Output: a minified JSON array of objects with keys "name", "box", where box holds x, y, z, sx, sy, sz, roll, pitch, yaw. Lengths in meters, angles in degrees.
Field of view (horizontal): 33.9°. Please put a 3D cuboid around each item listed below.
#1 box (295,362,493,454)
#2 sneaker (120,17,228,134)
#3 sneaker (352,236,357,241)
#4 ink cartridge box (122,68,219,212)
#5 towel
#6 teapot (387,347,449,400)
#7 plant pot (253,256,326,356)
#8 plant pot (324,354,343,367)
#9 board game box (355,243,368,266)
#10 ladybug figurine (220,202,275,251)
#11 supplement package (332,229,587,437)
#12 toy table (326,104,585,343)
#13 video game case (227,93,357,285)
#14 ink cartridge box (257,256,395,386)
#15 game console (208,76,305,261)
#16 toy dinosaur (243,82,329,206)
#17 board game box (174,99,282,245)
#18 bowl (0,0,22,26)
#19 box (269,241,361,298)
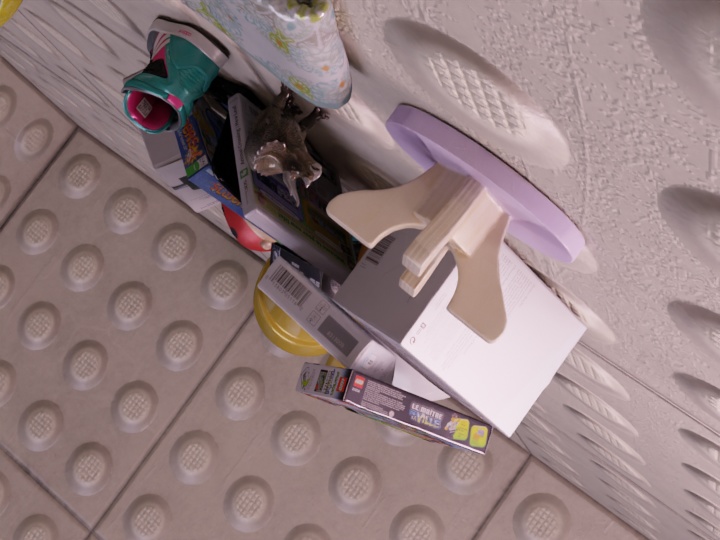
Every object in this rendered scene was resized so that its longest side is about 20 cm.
[{"name":"box","box":[0.038,0.152,1.308,0.198,0.035,0.110,24,168,-28]},{"name":"sneaker","box":[-0.231,-0.222,1.380,0.083,0.121,0.200,39,174,-27]},{"name":"sneaker","box":[-0.027,-0.044,1.715,0.071,0.080,0.200,35,173,12]},{"name":"ink cartridge box","box":[-0.244,-0.186,1.644,0.200,0.082,0.148,60,-172,-73]},{"name":"towel","box":[-0.095,-0.221,0.958,0.199,0.048,0.171,36,174,13]},{"name":"teapot","box":[0.091,0.079,1.666,0.197,0.198,0.148,7,124,17]},{"name":"plant pot","box":[-0.081,0.029,2.062,0.200,0.202,0.189,36,159,3]},{"name":"plant pot","box":[0.011,0.211,2.903,0.200,0.190,0.201,36,173,5]},{"name":"board game box","box":[0.038,0.007,1.416,0.095,0.030,0.201,39,-143,-18]},{"name":"ladybug figurine","box":[-0.165,-0.100,1.796,0.136,0.072,0.201,43,-159,-39]},{"name":"supplement package","box":[0.108,0.047,1.284,0.200,0.152,0.150,41,173,-34]},{"name":"toy table","box":[0.078,-0.037,1.011,0.199,0.118,0.184,36,174,17]},{"name":"video game case","box":[-0.078,-0.091,1.391,0.199,0.022,0.184,36,-148,-45]},{"name":"ink cartridge box","box":[-0.016,0.072,1.377,0.160,0.047,0.200,40,-178,27]},{"name":"game console","box":[-0.133,-0.132,1.488,0.175,0.117,0.200,29,168,49]},{"name":"toy dinosaur","box":[-0.094,-0.143,1.271,0.077,0.103,0.200,40,173,-24]},{"name":"board game box","box":[-0.160,-0.129,1.501,0.200,0.034,0.136,36,-153,-52]},{"name":"bowl","box":[-0.459,-0.386,1.420,0.199,0.202,0.107,35,-144,15]},{"name":"box","box":[0.000,0.000,1.557,0.197,0.044,0.160,-1,-165,-28]}]
